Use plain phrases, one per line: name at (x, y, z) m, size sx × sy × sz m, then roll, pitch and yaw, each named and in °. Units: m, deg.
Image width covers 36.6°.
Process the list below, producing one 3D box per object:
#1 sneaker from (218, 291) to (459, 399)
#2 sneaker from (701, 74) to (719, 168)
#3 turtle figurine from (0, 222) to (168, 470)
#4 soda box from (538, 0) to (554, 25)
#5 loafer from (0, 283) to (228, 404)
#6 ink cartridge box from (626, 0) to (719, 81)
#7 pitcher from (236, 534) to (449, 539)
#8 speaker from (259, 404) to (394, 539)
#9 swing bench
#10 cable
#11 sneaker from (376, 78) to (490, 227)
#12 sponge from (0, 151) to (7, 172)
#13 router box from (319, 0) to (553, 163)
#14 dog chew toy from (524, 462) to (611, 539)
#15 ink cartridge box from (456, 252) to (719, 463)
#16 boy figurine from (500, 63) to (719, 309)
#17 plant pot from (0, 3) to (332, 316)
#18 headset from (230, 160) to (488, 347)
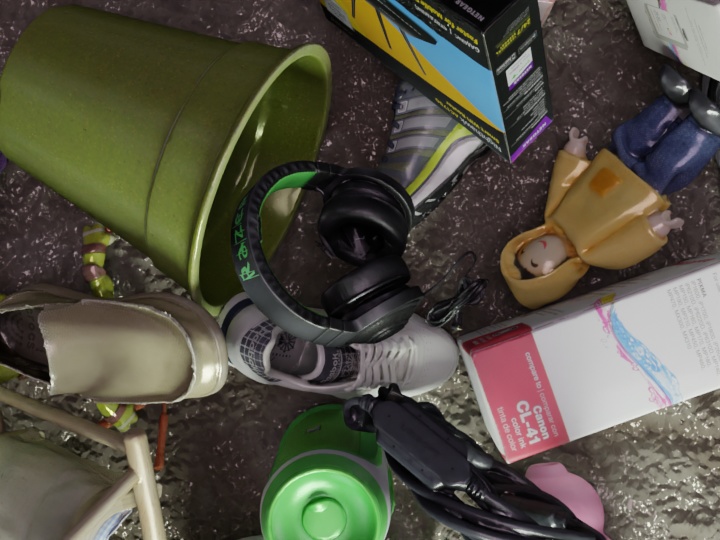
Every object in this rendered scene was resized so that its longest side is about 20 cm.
sneaker at (-0.005, 0.064, 0.787) m, size 0.198 × 0.080 × 0.077 m, roll 6°, pitch 94°, yaw -30°
sneaker at (0.309, -0.075, 0.789) m, size 0.074 × 0.115 × 0.202 m, roll -16°, pitch 93°, yaw 1°
turtle figurine at (-0.217, 0.059, 0.824) m, size 0.159 × 0.064 × 0.202 m, roll -5°, pitch 93°, yaw 0°
soda box at (0.105, -0.278, 0.787) m, size 0.068 × 0.064 × 0.202 m, roll 2°, pitch 81°, yaw 0°
loafer at (-0.176, 0.054, 0.722) m, size 0.198 × 0.068 × 0.077 m, roll 4°, pitch 108°, yaw 30°
ink cartridge box at (0.260, -0.201, 0.758) m, size 0.116 × 0.200 × 0.068 m, roll -29°, pitch 115°, yaw 2°
pitcher at (-0.031, 0.284, 0.816) m, size 0.198 × 0.121 × 0.174 m, roll 2°, pitch 101°, yaw -12°
speaker at (-0.022, 0.149, 0.760) m, size 0.087 × 0.200 × 0.090 m, roll 0°, pitch 93°, yaw 0°
swing bench at (-0.210, 0.199, 0.744) m, size 0.130 × 0.198 × 0.201 m, roll -45°, pitch 129°, yaw -33°
cable at (0.080, 0.147, 0.722) m, size 0.199 × 0.163 × 0.051 m, roll 34°, pitch 90°, yaw 24°
sneaker at (0.045, -0.097, 0.819) m, size 0.081 × 0.074 × 0.200 m, roll 44°, pitch 88°, yaw 9°
sponge at (-0.375, -0.073, 0.795) m, size 0.198 × 0.112 × 0.030 m, roll 4°, pitch 123°, yaw 0°
router box at (0.038, -0.178, 0.728) m, size 0.051 × 0.149 × 0.200 m, roll -43°, pitch 62°, yaw -7°
dog chew toy at (0.150, 0.246, 0.810) m, size 0.123 × 0.125 × 0.202 m, roll -7°, pitch 85°, yaw 1°
ink cartridge box at (0.177, 0.058, 0.779) m, size 0.198 × 0.148 × 0.086 m, roll -18°, pitch 88°, yaw 2°
boy figurine at (0.179, -0.056, 0.802) m, size 0.200 × 0.064 × 0.125 m, roll -45°, pitch 50°, yaw 17°
plant pot at (-0.147, -0.097, 0.770) m, size 0.188 × 0.200 × 0.202 m, roll 23°, pitch 93°, yaw 12°
headset at (0.000, 0.000, 0.742) m, size 0.198 × 0.094 × 0.125 m, roll 11°, pitch 59°, yaw -29°
